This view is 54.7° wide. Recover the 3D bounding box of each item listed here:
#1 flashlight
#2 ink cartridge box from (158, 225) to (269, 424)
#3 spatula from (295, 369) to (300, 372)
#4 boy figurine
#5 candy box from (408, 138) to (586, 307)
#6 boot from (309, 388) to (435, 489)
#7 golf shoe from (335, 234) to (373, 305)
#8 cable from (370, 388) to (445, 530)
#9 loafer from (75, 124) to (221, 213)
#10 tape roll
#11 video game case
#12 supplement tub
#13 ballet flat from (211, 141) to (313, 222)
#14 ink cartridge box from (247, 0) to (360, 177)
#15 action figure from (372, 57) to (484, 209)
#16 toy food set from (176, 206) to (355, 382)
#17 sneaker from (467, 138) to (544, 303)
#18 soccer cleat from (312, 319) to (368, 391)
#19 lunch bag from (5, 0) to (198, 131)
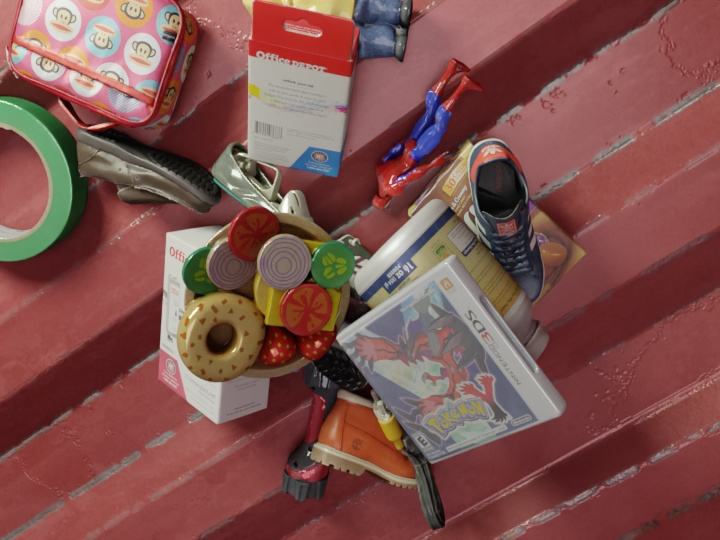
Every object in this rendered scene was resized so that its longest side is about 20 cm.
[{"bbox_3d":[-0.064,0.209,0.951,0.067,0.067,0.205,18,107,36],"label":"flashlight"},{"bbox_3d":[-0.180,0.062,0.871,0.145,0.082,0.205,22,112,40],"label":"ink cartridge box"},{"bbox_3d":[-0.091,0.040,0.925,0.055,0.021,0.205,10,103,-5],"label":"spatula"},{"bbox_3d":[-0.039,-0.287,0.810,0.194,0.065,0.128,7,107,2],"label":"boy figurine"},{"bbox_3d":[0.167,-0.050,0.868,0.199,0.057,0.117,41,105,-6],"label":"candy box"},{"bbox_3d":[0.034,0.229,0.936,0.197,0.074,0.110,27,72,-31],"label":"boot"},{"bbox_3d":[0.000,0.000,0.881,0.195,0.077,0.091,9,85,-11],"label":"golf shoe"},{"bbox_3d":[0.062,0.235,0.908,0.049,0.097,0.205,-15,103,10],"label":"cable"},{"bbox_3d":[-0.266,-0.115,0.873,0.196,0.073,0.072,25,110,7],"label":"loafer"},{"bbox_3d":[-0.453,-0.116,0.891,0.195,0.048,0.206,1,106,4],"label":"tape roll"},{"bbox_3d":[0.084,0.102,0.723,0.183,0.023,0.199,52,136,-1],"label":"video game case"},{"bbox_3d":[0.102,0.039,0.786,0.144,0.144,0.201,-43,88,14],"label":"supplement tub"},{"bbox_3d":[-0.103,-0.083,0.839,0.199,0.067,0.064,42,106,19],"label":"ballet flat"},{"bbox_3d":[-0.065,-0.213,0.783,0.113,0.068,0.202,12,137,0],"label":"ink cartridge box"},{"bbox_3d":[0.073,-0.151,0.838,0.051,0.066,0.201,12,128,-41],"label":"action figure"},{"bbox_3d":[-0.102,0.030,0.772,0.195,0.049,0.203,6,106,-21],"label":"toy food set"},{"bbox_3d":[0.166,-0.046,0.796,0.073,0.085,0.204,-18,104,8],"label":"sneaker"},{"bbox_3d":[-0.061,0.076,0.893,0.197,0.073,0.069,31,124,15],"label":"soccer cleat"},{"bbox_3d":[-0.304,-0.255,0.817,0.196,0.082,0.180,23,99,1],"label":"lunch bag"}]
